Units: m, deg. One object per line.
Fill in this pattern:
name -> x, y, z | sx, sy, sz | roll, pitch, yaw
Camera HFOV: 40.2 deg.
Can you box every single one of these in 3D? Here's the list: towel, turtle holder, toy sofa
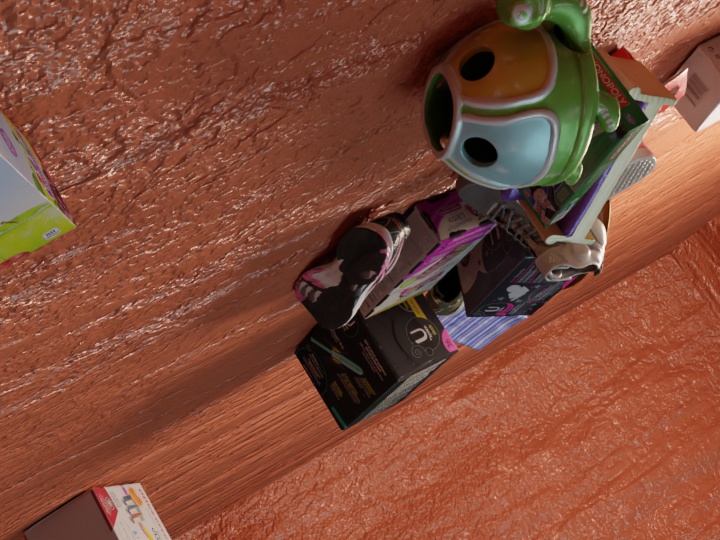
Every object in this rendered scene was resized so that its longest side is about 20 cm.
towel -> 0.211, 0.099, 1.917 | 0.200, 0.024, 0.145 | 20, 134, -36
turtle holder -> 0.130, -0.144, 0.814 | 0.131, 0.141, 0.185 | -7, 170, -17
toy sofa -> 0.235, -0.128, 1.047 | 0.097, 0.083, 0.200 | 5, 128, -26

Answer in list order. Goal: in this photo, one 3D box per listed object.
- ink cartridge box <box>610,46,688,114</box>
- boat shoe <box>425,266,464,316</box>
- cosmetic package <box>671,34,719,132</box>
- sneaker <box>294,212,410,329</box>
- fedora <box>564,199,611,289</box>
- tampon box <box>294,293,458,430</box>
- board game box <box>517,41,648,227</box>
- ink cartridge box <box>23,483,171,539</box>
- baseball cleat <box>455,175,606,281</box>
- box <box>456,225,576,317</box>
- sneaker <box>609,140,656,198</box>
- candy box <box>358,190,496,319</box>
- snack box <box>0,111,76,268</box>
ink cartridge box -> 0.277, -0.185, 1.149 | 0.200, 0.067, 0.116 | -34, 166, 10
boat shoe -> 0.151, 0.025, 1.617 | 0.060, 0.072, 0.202 | 0, 160, -26
cosmetic package -> 0.529, -0.283, 1.350 | 0.200, 0.081, 0.113 | -27, 164, -20
sneaker -> 0.000, 0.000, 1.169 | 0.086, 0.080, 0.200 | -35, 177, -41
fedora -> 0.297, -0.071, 1.488 | 0.082, 0.201, 0.201 | 13, 147, -18
tampon box -> 0.021, 0.120, 1.473 | 0.126, 0.150, 0.200 | -22, 163, -36
board game box -> 0.186, -0.141, 0.954 | 0.029, 0.135, 0.200 | -27, 166, -21
ink cartridge box -> -0.431, 0.457, 1.652 | 0.144, 0.146, 0.200 | -33, 167, 3
baseball cleat -> 0.203, -0.052, 1.164 | 0.070, 0.199, 0.107 | 119, -13, -53
box -> 0.222, -0.032, 1.386 | 0.114, 0.133, 0.200 | 0, 155, -20
sneaker -> 0.264, -0.127, 1.255 | 0.200, 0.105, 0.075 | -30, 151, 13
candy box -> 0.082, -0.025, 1.290 | 0.136, 0.061, 0.200 | -22, 164, -40
snack box -> -0.254, -0.034, 0.478 | 0.168, 0.068, 0.200 | -31, 165, -5
